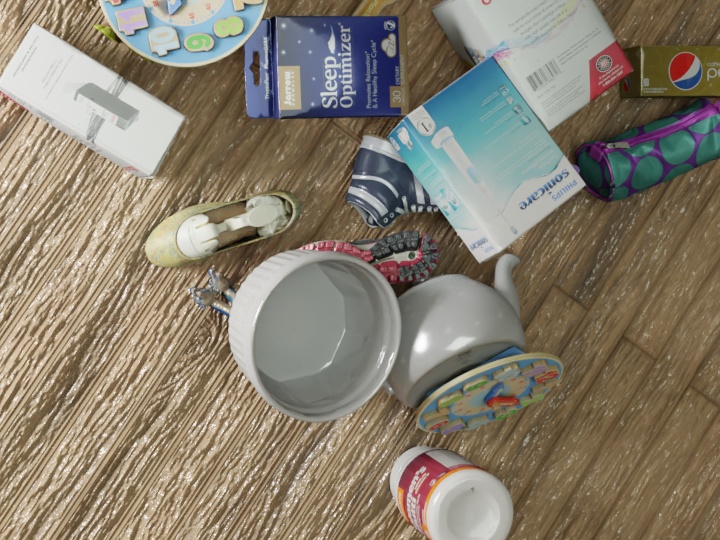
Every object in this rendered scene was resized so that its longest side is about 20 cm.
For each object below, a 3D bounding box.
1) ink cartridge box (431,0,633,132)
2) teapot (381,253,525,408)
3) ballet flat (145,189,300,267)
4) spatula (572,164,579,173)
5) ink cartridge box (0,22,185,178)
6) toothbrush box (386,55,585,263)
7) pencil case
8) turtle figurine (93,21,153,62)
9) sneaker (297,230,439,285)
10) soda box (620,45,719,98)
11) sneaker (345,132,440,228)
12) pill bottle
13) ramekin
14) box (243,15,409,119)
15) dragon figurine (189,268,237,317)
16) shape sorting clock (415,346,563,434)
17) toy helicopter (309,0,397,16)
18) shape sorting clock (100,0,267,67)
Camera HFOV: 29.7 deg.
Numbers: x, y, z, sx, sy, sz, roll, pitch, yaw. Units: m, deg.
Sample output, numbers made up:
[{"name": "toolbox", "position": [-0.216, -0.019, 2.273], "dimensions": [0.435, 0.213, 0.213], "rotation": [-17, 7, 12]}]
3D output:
[{"name": "ink cartridge box", "position": [0.213, -0.293, 1.713], "dimensions": [0.145, 0.145, 0.200], "rotation": [-35, 102, -10]}, {"name": "teapot", "position": [0.098, 0.073, 1.708], "dimensions": [0.199, 0.197, 0.146], "rotation": [3, 52, -46]}, {"name": "ballet flat", "position": [-0.166, -0.054, 1.665], "dimensions": [0.199, 0.071, 0.071], "rotation": [-18, 98, -13]}, {"name": "spatula", "position": [0.192, -0.141, 1.780], "dimensions": [0.199, 0.021, 0.057], "rotation": [19, 111, -12]}, {"name": "ink cartridge box", "position": [-0.313, -0.192, 1.574], "dimensions": [0.200, 0.144, 0.084], "rotation": [32, 85, -15]}, {"name": "toothbrush box", "position": [0.154, -0.135, 1.667], "dimensions": [0.146, 0.085, 0.200], "rotation": [-38, 90, -16]}, {"name": "pencil case", "position": [0.391, -0.160, 1.800], "dimensions": [0.199, 0.093, 0.085], "rotation": [-22, 56, -14]}, {"name": "turtle figurine", "position": [-0.251, -0.343, 1.624], "dimensions": [0.199, 0.064, 0.162], "rotation": [31, 90, -2]}, {"name": "sneaker", "position": [0.000, 0.000, 1.716], "dimensions": [0.199, 0.075, 0.081], "rotation": [-7, 86, -2]}, {"name": "soda box", "position": [0.452, -0.266, 1.823], "dimensions": [0.199, 0.064, 0.068], "rotation": [-2, 94, -16]}, {"name": "sneaker", "position": [0.076, -0.087, 1.727], "dimensions": [0.199, 0.070, 0.109], "rotation": [23, 84, -10]}, {"name": "pill bottle", "position": [0.107, 0.283, 1.693], "dimensions": [0.109, 0.200, 0.110], "rotation": [-1, 94, -16]}, {"name": "ramekin", "position": [-0.061, 0.068, 1.600], "dimensions": [0.199, 0.105, 0.201], "rotation": [-8, 106, -28]}, {"name": "box", "position": [-0.039, -0.243, 1.624], "dimensions": [0.199, 0.032, 0.122], "rotation": [-4, 95, -17]}, {"name": "dragon figurine", "position": [-0.124, 0.072, 1.688], "dimensions": [0.200, 0.099, 0.059], "rotation": [43, 80, -33]}, {"name": "shape sorting clock", "position": [0.164, 0.159, 1.715], "dimensions": [0.199, 0.200, 0.039], "rotation": [-19, 63, -14]}, {"name": "toy helicopter", "position": [-0.006, -0.285, 1.690], "dimensions": [0.132, 0.079, 0.200], "rotation": [37, 81, -16]}, {"name": "shape sorting clock", "position": [-0.204, -0.336, 1.566], "dimensions": [0.199, 0.039, 0.201], "rotation": [0, 91, -2]}]
